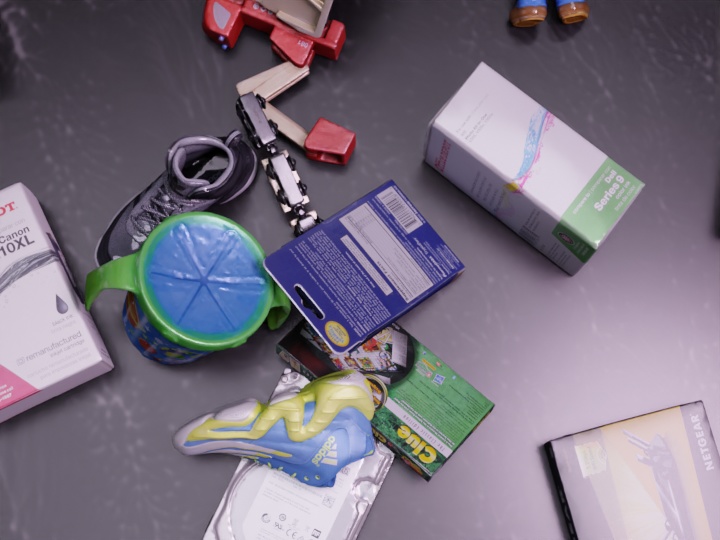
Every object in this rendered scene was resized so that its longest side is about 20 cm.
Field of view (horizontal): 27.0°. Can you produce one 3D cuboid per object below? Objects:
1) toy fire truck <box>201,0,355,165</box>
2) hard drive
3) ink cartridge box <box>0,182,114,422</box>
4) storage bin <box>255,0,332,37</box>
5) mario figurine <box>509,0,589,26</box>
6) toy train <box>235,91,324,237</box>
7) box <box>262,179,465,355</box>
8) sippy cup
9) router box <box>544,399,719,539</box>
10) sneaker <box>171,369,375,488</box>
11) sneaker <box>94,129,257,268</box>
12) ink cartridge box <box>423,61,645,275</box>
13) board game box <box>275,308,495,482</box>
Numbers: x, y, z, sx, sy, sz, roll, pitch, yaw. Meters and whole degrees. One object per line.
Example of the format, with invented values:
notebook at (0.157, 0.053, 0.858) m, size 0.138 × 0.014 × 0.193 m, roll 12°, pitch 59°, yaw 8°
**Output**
toy fire truck at (-0.082, -0.206, 1.542) m, size 0.200 × 0.049 × 0.141 m, roll 22°, pitch 82°, yaw 4°
hard drive at (-0.055, 0.214, 1.475) m, size 0.140 × 0.038 × 0.200 m, roll 26°, pitch 80°, yaw 4°
ink cartridge box at (-0.354, 0.035, 1.480) m, size 0.145 × 0.084 × 0.200 m, roll -26°, pitch 81°, yaw -5°
storage bin at (-0.012, -0.361, 1.469) m, size 0.094 × 0.199 × 0.200 m, roll 32°, pitch 62°, yaw 3°
mario figurine at (0.192, -0.357, 1.570) m, size 0.123 × 0.106 × 0.200 m, roll -4°, pitch 90°, yaw -37°
toy train at (-0.075, -0.086, 1.508) m, size 0.034 × 0.046 × 0.200 m, roll -26°, pitch 94°, yaw -12°
box at (0.000, 0.000, 1.464) m, size 0.200 × 0.032 × 0.121 m, roll -33°, pitch 80°, yaw -41°
sippy cup at (-0.168, 0.029, 1.449) m, size 0.178 × 0.130 × 0.140 m, roll 39°, pitch 59°, yaw -6°
router box at (0.283, 0.243, 1.464) m, size 0.157 × 0.052 × 0.200 m, roll -15°, pitch 80°, yaw -3°
sneaker at (-0.077, 0.168, 1.426) m, size 0.200 × 0.076 × 0.105 m, roll -17°, pitch 91°, yaw 11°
sneaker at (-0.190, -0.071, 1.484) m, size 0.200 × 0.114 × 0.075 m, roll -41°, pitch 82°, yaw -7°
ink cartridge box at (0.165, -0.098, 1.475) m, size 0.200 × 0.145 × 0.088 m, roll 36°, pitch 81°, yaw 6°
board game box at (0.024, 0.106, 1.478) m, size 0.200 × 0.023 × 0.105 m, roll 40°, pitch 61°, yaw 12°
